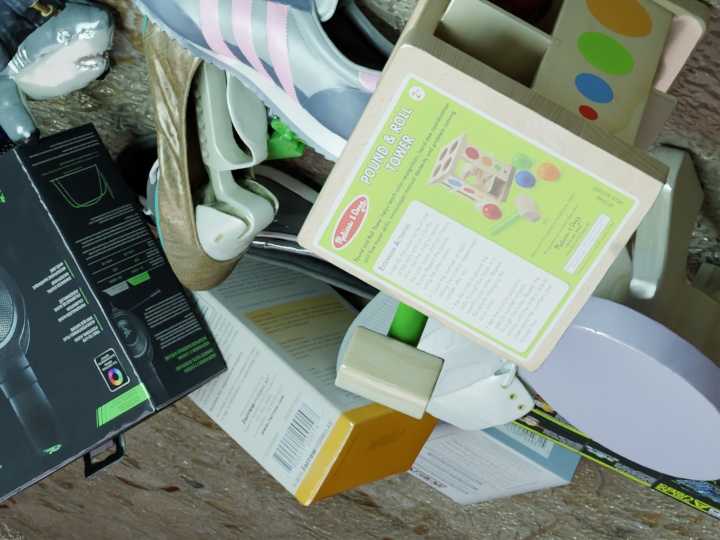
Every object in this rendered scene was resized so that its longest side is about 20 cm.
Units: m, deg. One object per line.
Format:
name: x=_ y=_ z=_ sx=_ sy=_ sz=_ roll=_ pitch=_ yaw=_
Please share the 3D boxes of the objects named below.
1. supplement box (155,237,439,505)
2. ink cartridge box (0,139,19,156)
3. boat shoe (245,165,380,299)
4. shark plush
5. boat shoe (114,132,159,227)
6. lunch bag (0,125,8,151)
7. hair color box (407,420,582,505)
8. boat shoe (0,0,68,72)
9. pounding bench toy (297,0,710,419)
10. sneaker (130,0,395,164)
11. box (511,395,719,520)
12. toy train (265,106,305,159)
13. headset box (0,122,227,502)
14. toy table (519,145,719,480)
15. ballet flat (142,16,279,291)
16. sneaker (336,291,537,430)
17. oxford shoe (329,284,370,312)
supplement box: x=-0.055 y=0.058 z=1.414 sx=0.200 sy=0.074 sz=0.126 roll=41 pitch=-153 yaw=24
ink cartridge box: x=-0.264 y=-0.037 z=1.520 sx=0.198 sy=0.076 sz=0.148 roll=15 pitch=-159 yaw=-2
boat shoe: x=0.000 y=0.000 z=1.381 sx=0.199 sy=0.057 sz=0.067 roll=26 pitch=161 yaw=1
shark plush: x=-0.234 y=-0.165 z=1.320 sx=0.199 sy=0.091 sz=0.084 roll=33 pitch=141 yaw=26
boat shoe: x=-0.125 y=-0.060 z=1.371 sx=0.057 sy=0.067 sz=0.200 roll=32 pitch=172 yaw=-12
lunch bag: x=-0.324 y=-0.131 z=1.459 sx=0.150 sy=0.095 sz=0.200 roll=24 pitch=172 yaw=1
hair color box: x=0.089 y=0.124 z=1.613 sx=0.099 sy=0.061 sz=0.200 roll=31 pitch=160 yaw=-13
boat shoe: x=-0.196 y=-0.155 z=1.142 sx=0.071 sy=0.091 sz=0.200 roll=40 pitch=175 yaw=-8
pounding bench toy: x=0.055 y=-0.046 z=0.980 sx=0.124 sy=0.156 sz=0.201 roll=28 pitch=131 yaw=-3
sneaker: x=-0.044 y=-0.140 z=1.112 sx=0.199 sy=0.070 sz=0.082 roll=36 pitch=122 yaw=4
box: x=0.204 y=0.100 z=1.424 sx=0.199 sy=0.048 sz=0.193 roll=24 pitch=163 yaw=3
toy train: x=-0.019 y=-0.090 z=1.225 sx=0.056 sy=0.042 sz=0.199 roll=26 pitch=164 yaw=-33
headset box: x=-0.208 y=0.037 z=1.366 sx=0.173 sy=0.093 sz=0.201 roll=-29 pitch=90 yaw=31
toy table: x=0.169 y=0.025 z=1.160 sx=0.183 sy=0.118 sz=0.200 roll=20 pitch=161 yaw=16
ballet flat: x=-0.081 y=-0.065 z=1.219 sx=0.072 sy=0.068 sz=0.201 roll=23 pitch=129 yaw=37
sneaker: x=0.084 y=0.028 z=1.306 sx=0.115 sy=0.074 sz=0.200 roll=24 pitch=139 yaw=-22
oxford shoe: x=0.002 y=0.050 z=1.496 sx=0.199 sy=0.085 sz=0.073 roll=4 pitch=150 yaw=44
